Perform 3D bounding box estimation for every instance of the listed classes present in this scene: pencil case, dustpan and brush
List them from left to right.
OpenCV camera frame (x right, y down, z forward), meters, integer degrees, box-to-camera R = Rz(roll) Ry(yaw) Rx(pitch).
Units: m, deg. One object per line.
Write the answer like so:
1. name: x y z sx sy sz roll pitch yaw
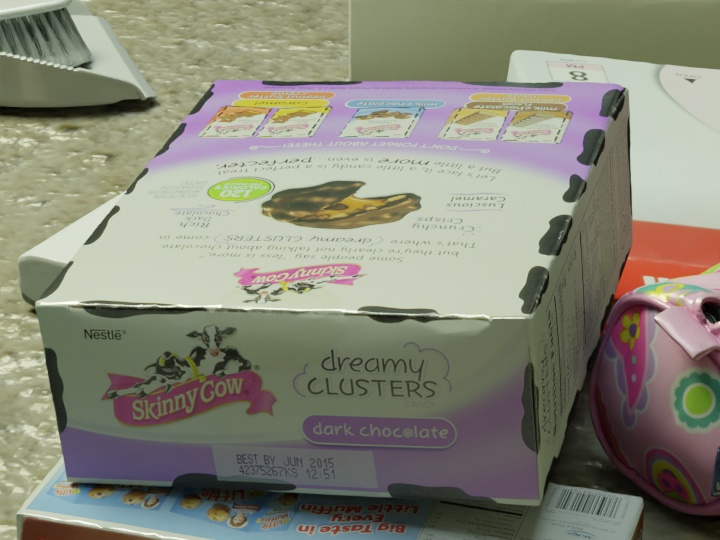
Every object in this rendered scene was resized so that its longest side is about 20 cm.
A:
1. dustpan and brush: -0.215 -0.124 1.154 0.198 0.058 0.140 -8 27 -16
2. pencil case: 0.176 0.021 0.817 0.199 0.088 0.087 -17 30 -31

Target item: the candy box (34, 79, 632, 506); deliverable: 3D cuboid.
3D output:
1. candy box: 0.000 0.000 0.806 0.166 0.072 0.200 2 27 16

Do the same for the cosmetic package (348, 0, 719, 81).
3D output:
1. cosmetic package: 0.092 -0.123 1.137 0.198 0.074 0.104 0 26 1

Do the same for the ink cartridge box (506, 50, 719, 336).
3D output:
1. ink cartridge box: 0.148 -0.032 0.949 0.161 0.057 0.200 6 22 -6

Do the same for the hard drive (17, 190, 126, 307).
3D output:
1. hard drive: -0.035 -0.021 0.978 0.131 0.026 0.200 13 29 26

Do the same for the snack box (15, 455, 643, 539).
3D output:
1. snack box: -0.010 0.087 0.754 0.198 0.024 0.072 7 28 16
